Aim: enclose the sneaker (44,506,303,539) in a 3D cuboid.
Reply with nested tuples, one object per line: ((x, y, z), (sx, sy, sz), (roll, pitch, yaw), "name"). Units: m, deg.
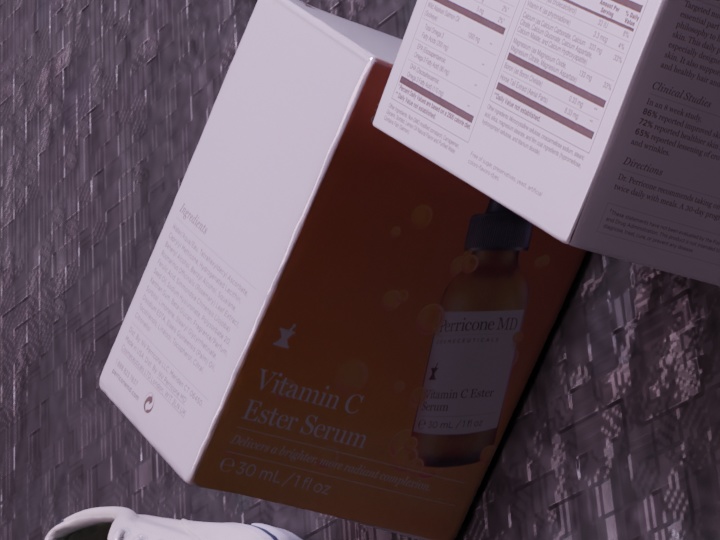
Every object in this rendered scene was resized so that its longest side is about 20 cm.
((-0.096, 0.159, 1.198), (0.199, 0.070, 0.074), (-6, 72, 53), "sneaker")

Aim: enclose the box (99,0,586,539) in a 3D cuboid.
((0.000, 0.000, 1.056), (0.106, 0.151, 0.201), (39, 109, 54), "box")

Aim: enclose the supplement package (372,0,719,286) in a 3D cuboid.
((0.131, -0.111, 0.913), (0.151, 0.151, 0.201), (35, 108, 54), "supplement package")
